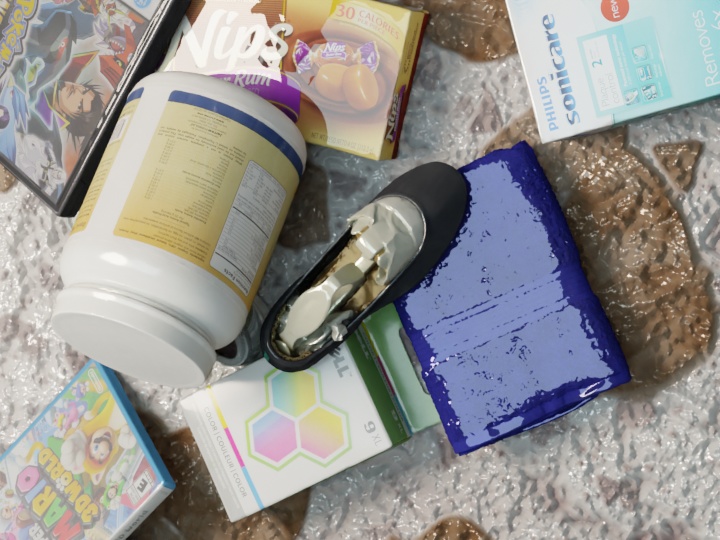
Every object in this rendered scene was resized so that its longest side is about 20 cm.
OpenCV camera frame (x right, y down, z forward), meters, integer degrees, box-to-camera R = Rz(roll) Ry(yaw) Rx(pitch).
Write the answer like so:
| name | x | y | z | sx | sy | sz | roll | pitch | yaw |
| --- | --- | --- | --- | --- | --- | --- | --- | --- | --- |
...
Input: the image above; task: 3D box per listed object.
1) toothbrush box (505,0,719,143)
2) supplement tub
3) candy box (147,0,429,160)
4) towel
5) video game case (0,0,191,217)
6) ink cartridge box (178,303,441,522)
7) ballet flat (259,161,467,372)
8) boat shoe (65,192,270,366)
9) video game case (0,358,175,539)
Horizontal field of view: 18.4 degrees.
| name | x | y | z | sx | sy | sz | roll | pitch | yaw |
| --- | --- | --- | --- | --- | --- | --- | --- | --- | --- |
| toothbrush box | 0.212 | -0.187 | 1.588 | 0.198 | 0.085 | 0.148 | -14 | 90 | 19 |
| supplement tub | -0.135 | -0.029 | 1.630 | 0.143 | 0.145 | 0.201 | 15 | 70 | 15 |
| candy box | -0.058 | -0.164 | 1.688 | 0.198 | 0.056 | 0.118 | 16 | 99 | 14 |
| towel | 0.101 | 0.021 | 1.661 | 0.147 | 0.050 | 0.201 | -24 | 87 | 10 |
| video game case | -0.241 | -0.175 | 1.728 | 0.180 | 0.025 | 0.201 | 40 | 109 | 26 |
| ink cartridge box | -0.028 | 0.103 | 1.696 | 0.199 | 0.059 | 0.104 | -26 | 85 | 17 |
| ballet flat | 0.000 | 0.000 | 1.621 | 0.200 | 0.073 | 0.073 | -45 | 81 | 9 |
| boat shoe | -0.154 | 0.001 | 1.724 | 0.202 | 0.065 | 0.075 | 43 | 105 | 9 |
| video game case | -0.243 | 0.185 | 1.756 | 0.200 | 0.018 | 0.143 | -46 | 52 | 15 |
